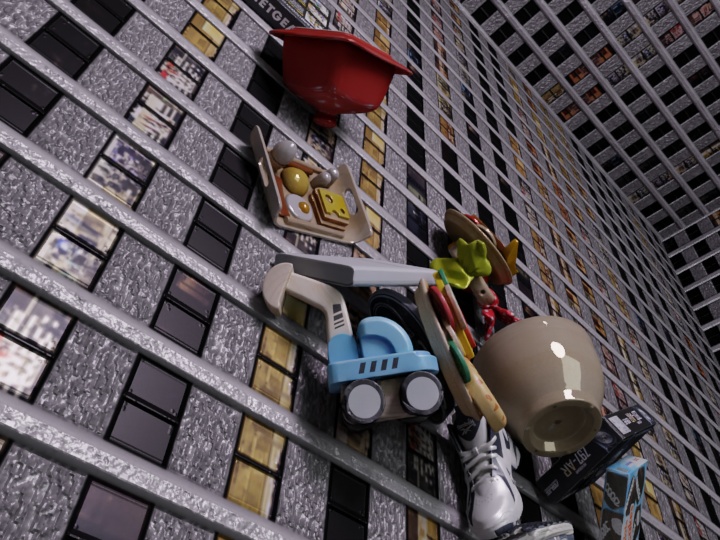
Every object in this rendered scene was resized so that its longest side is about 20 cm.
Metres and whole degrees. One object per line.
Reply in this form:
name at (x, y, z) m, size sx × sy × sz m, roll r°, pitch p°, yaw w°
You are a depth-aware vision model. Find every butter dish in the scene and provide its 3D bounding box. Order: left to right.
butter dish at (-0.046, -0.321, 1.073) m, size 0.199 × 0.149 × 0.199 m, roll 22°, pitch 11°, yaw 36°

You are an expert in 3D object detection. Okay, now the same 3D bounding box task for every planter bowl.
planter bowl at (0.278, 0.189, 0.932) m, size 0.200 × 0.200 × 0.135 m, roll 36°, pitch 23°, yaw -28°

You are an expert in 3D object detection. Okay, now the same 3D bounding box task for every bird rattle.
bird rattle at (0.218, 0.021, 1.143) m, size 0.200 × 0.112 × 0.163 m, roll 45°, pitch 16°, yaw -21°

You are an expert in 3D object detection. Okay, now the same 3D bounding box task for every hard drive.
hard drive at (0.000, 0.000, 0.839) m, size 0.199 × 0.131 × 0.027 m, roll 1°, pitch 97°, yaw -53°

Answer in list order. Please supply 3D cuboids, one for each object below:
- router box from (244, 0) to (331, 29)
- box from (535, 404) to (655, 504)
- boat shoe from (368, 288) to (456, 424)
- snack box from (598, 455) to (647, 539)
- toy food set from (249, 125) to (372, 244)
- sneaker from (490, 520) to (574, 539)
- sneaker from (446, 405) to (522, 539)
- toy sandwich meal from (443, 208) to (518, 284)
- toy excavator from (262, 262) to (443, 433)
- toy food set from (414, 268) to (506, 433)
router box at (-0.148, -0.522, 1.202) m, size 0.199 × 0.051 × 0.150 m, roll 36°, pitch 37°, yaw -28°
box at (0.392, 0.299, 1.028) m, size 0.199 × 0.161 × 0.044 m, roll 8°, pitch 34°, yaw -52°
boat shoe at (0.066, 0.120, 0.865) m, size 0.201 × 0.071 × 0.068 m, roll 62°, pitch 29°, yaw -2°
snack box at (0.412, 0.406, 0.986) m, size 0.116 × 0.037 × 0.202 m, roll 4°, pitch 92°, yaw -52°
toy food set at (-0.068, -0.125, 0.919) m, size 0.199 × 0.060 × 0.145 m, roll 12°, pitch 50°, yaw -48°
sneaker at (0.224, 0.389, 0.829) m, size 0.199 × 0.077 × 0.087 m, roll 5°, pitch 67°, yaw -43°
sneaker at (0.157, 0.249, 0.835) m, size 0.130 × 0.079 × 0.199 m, roll 57°, pitch 30°, yaw -8°
toy sandwich meal at (0.240, -0.054, 1.194) m, size 0.206 × 0.070 × 0.205 m, roll 50°, pitch -4°, yaw 5°
toy excavator at (-0.011, 0.084, 0.730) m, size 0.100 × 0.192 × 0.202 m, roll 96°, pitch -14°, yaw -69°
toy food set at (0.122, 0.096, 0.799) m, size 0.200 × 0.048 × 0.199 m, roll -92°, pitch 157°, yaw -68°
